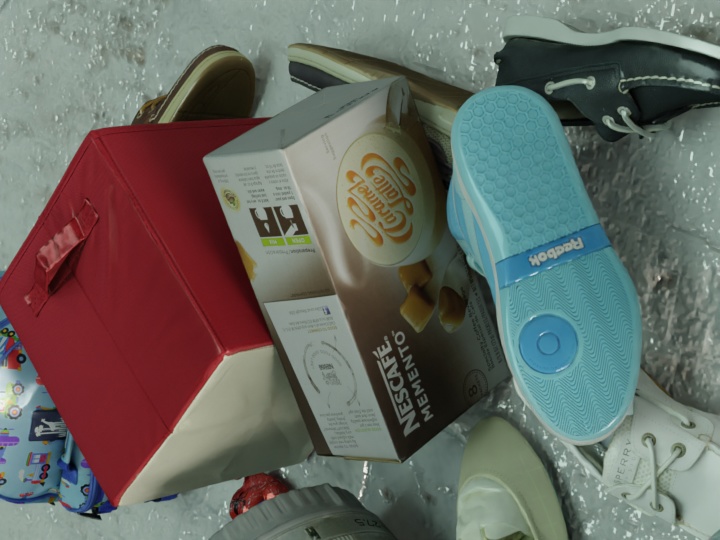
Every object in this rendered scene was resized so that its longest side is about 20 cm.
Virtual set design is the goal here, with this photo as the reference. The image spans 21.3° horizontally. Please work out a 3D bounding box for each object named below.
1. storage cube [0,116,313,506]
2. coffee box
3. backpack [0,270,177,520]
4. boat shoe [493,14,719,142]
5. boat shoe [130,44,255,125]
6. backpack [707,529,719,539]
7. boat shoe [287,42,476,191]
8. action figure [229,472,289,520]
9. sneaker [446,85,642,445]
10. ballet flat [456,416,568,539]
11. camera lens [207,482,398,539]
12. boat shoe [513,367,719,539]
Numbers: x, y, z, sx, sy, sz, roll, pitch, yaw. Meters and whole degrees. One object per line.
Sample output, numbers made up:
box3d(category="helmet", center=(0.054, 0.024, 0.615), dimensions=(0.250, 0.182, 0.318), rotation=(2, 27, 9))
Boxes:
box3d(category="storage cube", center=(-0.105, 0.024, 1.261), dimensions=(0.180, 0.199, 0.171), rotation=(56, 130, 23))
box3d(category="coffee box", center=(0.000, 0.000, 1.142), dimensions=(0.079, 0.114, 0.201), rotation=(-2, 113, 47))
box3d(category="backpack", center=(-0.220, 0.089, 1.392), dimensions=(0.134, 0.199, 0.184), rotation=(33, 115, 43))
box3d(category="boat shoe", center=(0.144, -0.099, 1.049), dimensions=(0.200, 0.075, 0.061), rotation=(15, 89, 60))
box3d(category="boat shoe", center=(-0.142, -0.097, 1.390), dimensions=(0.072, 0.072, 0.200), rotation=(58, 138, 28))
box3d(category="backpack", center=(0.184, 0.225, 0.974), dimensions=(0.166, 0.127, 0.201), rotation=(27, 128, 18))
box3d(category="boat shoe", center=(0.021, -0.094, 1.200), dimensions=(0.199, 0.072, 0.065), rotation=(26, 107, 39))
box3d(category="action figure", center=(-0.069, 0.219, 1.342), dimensions=(0.065, 0.051, 0.202), rotation=(-20, 75, 53))
box3d(category="sneaker", center=(0.102, 0.006, 1.078), dimensions=(0.131, 0.079, 0.202), rotation=(92, 165, -77))
box3d(category="ballet flat", center=(0.094, 0.179, 1.133), dimensions=(0.069, 0.069, 0.201), rotation=(-43, 61, 42))
box3d(category="camera lens", center=(-0.012, 0.256, 1.188), dimensions=(0.200, 0.159, 0.161), rotation=(53, 129, 33))
box3d(category="boat shoe", center=(0.159, 0.104, 1.049), dimensions=(0.200, 0.069, 0.071), rotation=(33, 115, 43))
